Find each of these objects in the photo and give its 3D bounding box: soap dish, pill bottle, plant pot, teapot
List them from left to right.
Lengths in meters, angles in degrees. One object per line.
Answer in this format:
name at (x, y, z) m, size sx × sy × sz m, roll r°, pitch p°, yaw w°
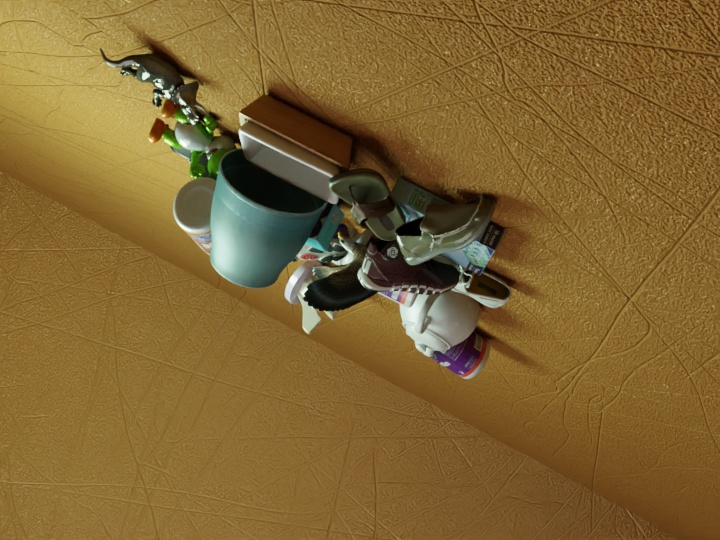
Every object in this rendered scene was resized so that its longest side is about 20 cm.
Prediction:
pill bottle at (-0.283, -0.093, 1.799) m, size 0.111 × 0.114 × 0.200 m, roll 23°, pitch 167°, yaw 19°
plant pot at (-0.178, -0.080, 1.610) m, size 0.197 × 0.190 × 0.201 m, roll 18°, pitch -149°, yaw -11°
soap dish at (-0.102, -0.201, 1.513) m, size 0.198 × 0.082 × 0.158 m, roll 27°, pitch 167°, yaw 4°
pill bottle at (0.038, -0.016, 1.861) m, size 0.197 × 0.113 × 0.112 m, roll 26°, pitch 167°, yaw 6°
teapot at (0.160, 0.107, 2.002) m, size 0.199 × 0.148 × 0.196 m, roll 36°, pitch 164°, yaw -28°
pill bottle at (0.210, 0.171, 2.214) m, size 0.198 × 0.114 × 0.112 m, roll 32°, pitch 166°, yaw -16°

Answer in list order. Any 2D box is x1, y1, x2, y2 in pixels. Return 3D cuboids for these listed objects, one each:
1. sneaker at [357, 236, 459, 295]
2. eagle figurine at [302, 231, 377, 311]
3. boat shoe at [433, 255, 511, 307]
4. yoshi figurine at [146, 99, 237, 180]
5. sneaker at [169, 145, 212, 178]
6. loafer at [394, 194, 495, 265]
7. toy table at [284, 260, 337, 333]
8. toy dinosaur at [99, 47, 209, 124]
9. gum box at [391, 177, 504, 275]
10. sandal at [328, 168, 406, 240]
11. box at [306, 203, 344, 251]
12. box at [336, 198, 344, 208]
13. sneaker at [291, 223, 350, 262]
sneaker at (0.097, -0.023, 1.616) m, size 0.196 × 0.117 × 0.076 m, roll -1°, pitch -149°, yaw -24°
eagle figurine at (-0.004, -0.006, 1.729) m, size 0.151 × 0.200 × 0.152 m, roll 20°, pitch -152°, yaw -50°
boat shoe at (0.197, 0.013, 1.731) m, size 0.199 × 0.076 × 0.086 m, roll 26°, pitch 168°, yaw -3°
yoshi figurine at (-0.303, -0.237, 1.743) m, size 0.198 × 0.114 × 0.112 m, roll 29°, pitch 161°, yaw -17°
sneaker at (-0.334, -0.212, 1.888) m, size 0.197 × 0.107 × 0.075 m, roll 22°, pitch 166°, yaw 23°
loafer at (0.128, -0.070, 1.455) m, size 0.199 × 0.076 × 0.070 m, roll -28°, pitch 117°, yaw 40°
toy table at (-0.110, 0.059, 2.357) m, size 0.117 × 0.184 × 0.200 m, roll 41°, pitch 180°, yaw 13°
toy dinosaur at (-0.349, -0.337, 1.568) m, size 0.101 × 0.078 × 0.200 m, roll -8°, pitch 139°, yaw 49°
gum box at (0.140, -0.073, 1.587) m, size 0.197 × 0.045 × 0.170 m, roll 27°, pitch 166°, yaw 5°
sandal at (0.021, -0.099, 1.473) m, size 0.079 × 0.058 × 0.201 m, roll -21°, pitch 142°, yaw 23°
box at (-0.134, -0.109, 1.729) m, size 0.198 × 0.083 × 0.049 m, roll 20°, pitch 165°, yaw 30°
box at (-0.115, -0.162, 1.769) m, size 0.159 × 0.044 × 0.200 m, roll 30°, pitch 167°, yaw -9°
sneaker at (-0.117, -0.067, 1.808) m, size 0.196 × 0.085 × 0.081 m, roll 5°, pitch 143°, yaw -4°
